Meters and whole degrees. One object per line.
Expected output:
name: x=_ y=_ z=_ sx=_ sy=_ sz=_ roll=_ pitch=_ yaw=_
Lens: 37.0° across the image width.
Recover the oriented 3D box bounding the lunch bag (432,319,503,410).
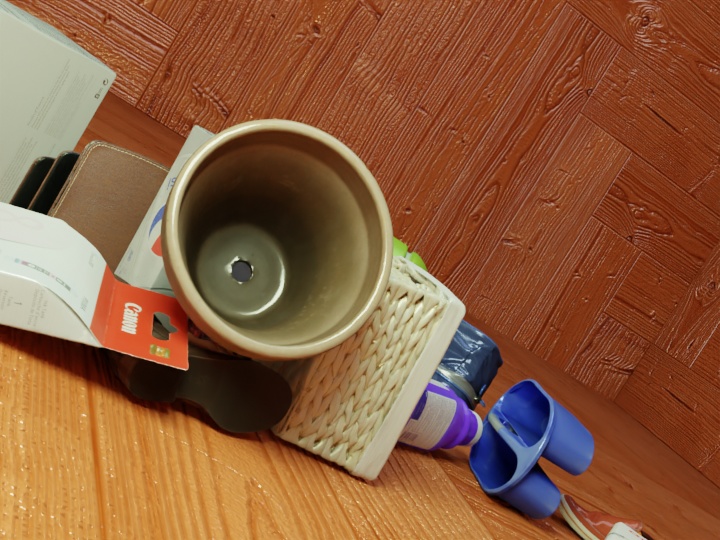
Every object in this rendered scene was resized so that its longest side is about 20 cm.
lunch bag: x=0.111 y=0.136 z=1.596 sx=0.199 sy=0.133 sz=0.136 roll=34 pitch=-10 yaw=24

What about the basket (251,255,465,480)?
basket: x=-0.013 y=0.078 z=1.055 sx=0.122 sy=0.202 sz=0.135 roll=23 pitch=9 yaw=-31

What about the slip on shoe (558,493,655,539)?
slip on shoe: x=0.349 y=0.353 z=1.429 sx=0.198 sy=0.062 sz=0.074 roll=32 pitch=7 yaw=5

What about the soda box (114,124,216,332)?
soda box: x=-0.174 y=-0.036 z=1.068 sx=0.063 sy=0.202 sz=0.068 roll=35 pitch=7 yaw=40

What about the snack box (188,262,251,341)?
snack box: x=-0.088 y=0.015 z=1.166 sx=0.053 sy=0.144 sz=0.199 roll=29 pitch=9 yaw=41

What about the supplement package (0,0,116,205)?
supplement package: x=-0.403 y=-0.187 z=1.113 sx=0.146 sy=0.193 sz=0.199 roll=35 pitch=5 yaw=31

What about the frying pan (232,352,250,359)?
frying pan: x=-0.109 y=0.097 z=1.176 sx=0.188 sy=0.031 sz=0.115 roll=19 pitch=6 yaw=-16

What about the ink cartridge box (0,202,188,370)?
ink cartridge box: x=-0.232 y=0.007 z=0.873 sx=0.197 sy=0.058 sz=0.163 roll=12 pitch=16 yaw=-13

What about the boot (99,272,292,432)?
boot: x=-0.174 y=0.063 z=0.972 sx=0.185 sy=0.065 sz=0.199 roll=26 pitch=4 yaw=-42

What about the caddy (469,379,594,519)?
caddy: x=0.204 y=0.219 z=1.355 sx=0.104 sy=0.142 sz=0.200 roll=36 pitch=4 yaw=-12

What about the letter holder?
letter holder: x=-0.251 y=-0.061 z=1.149 sx=0.199 sy=0.143 sz=0.100 roll=28 pitch=7 yaw=-41

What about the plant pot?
plant pot: x=-0.087 y=-0.013 z=0.963 sx=0.199 sy=0.202 sz=0.174 roll=32 pitch=-19 yaw=-10

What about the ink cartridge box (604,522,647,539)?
ink cartridge box: x=0.288 y=0.339 z=1.073 sx=0.144 sy=0.085 sz=0.200 roll=35 pitch=7 yaw=18

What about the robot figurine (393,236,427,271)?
robot figurine: x=0.000 y=0.000 z=1.346 sx=0.198 sy=0.117 sz=0.176 roll=32 pitch=11 yaw=-5

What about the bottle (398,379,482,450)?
bottle: x=0.081 y=0.176 z=1.309 sx=0.065 sy=0.084 sz=0.199 roll=36 pitch=7 yaw=39
